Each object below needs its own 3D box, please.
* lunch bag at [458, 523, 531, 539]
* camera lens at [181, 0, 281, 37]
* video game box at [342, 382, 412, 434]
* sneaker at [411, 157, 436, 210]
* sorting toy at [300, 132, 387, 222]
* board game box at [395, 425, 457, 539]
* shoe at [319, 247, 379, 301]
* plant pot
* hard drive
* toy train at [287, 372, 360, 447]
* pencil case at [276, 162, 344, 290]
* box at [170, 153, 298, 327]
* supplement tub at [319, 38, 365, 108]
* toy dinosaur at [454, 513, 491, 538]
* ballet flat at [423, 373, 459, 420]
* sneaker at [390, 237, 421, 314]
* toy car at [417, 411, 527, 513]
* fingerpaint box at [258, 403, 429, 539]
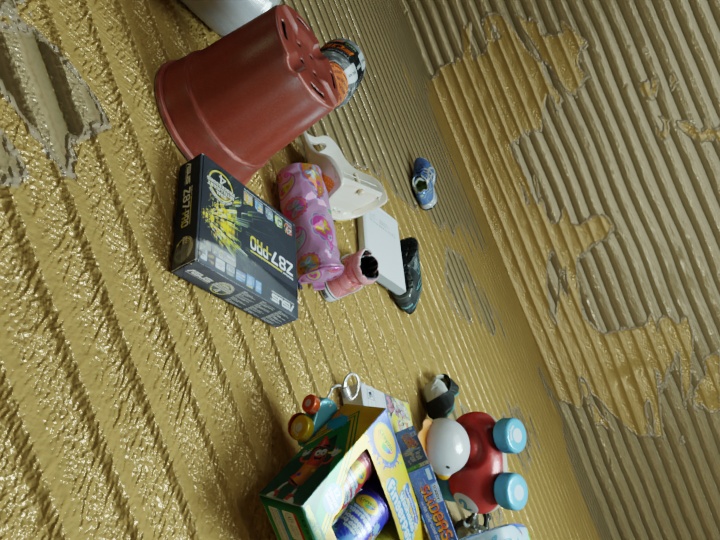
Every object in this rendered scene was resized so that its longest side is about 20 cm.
[{"bbox_3d":[0.159,0.447,0.806,0.160,0.197,0.084,39,28,-50],"label":"lunch bag"},{"bbox_3d":[-0.224,-0.477,0.834,0.199,0.157,0.164,30,43,-55],"label":"camera lens"},{"bbox_3d":[0.042,0.301,0.871,0.181,0.046,0.204,35,39,-50],"label":"video game box"},{"bbox_3d":[0.201,-0.291,1.712,0.077,0.074,0.204,46,30,-49],"label":"sneaker"},{"bbox_3d":[-0.059,-0.199,1.043,0.199,0.106,0.183,5,57,-64],"label":"sorting toy"},{"bbox_3d":[0.095,0.318,0.778,0.200,0.034,0.138,119,-49,-88],"label":"board game box"},{"bbox_3d":[0.000,0.000,0.989,0.073,0.089,0.200,65,23,-3],"label":"shoe"},{"bbox_3d":[-0.146,-0.251,0.760,0.201,0.192,0.204,46,31,-39],"label":"plant pot"},{"bbox_3d":[0.044,-0.058,1.196,0.131,0.026,0.204,33,40,-37],"label":"hard drive"},{"bbox_3d":[-0.035,0.243,0.705,0.149,0.055,0.205,-17,99,-51],"label":"toy train"},{"bbox_3d":[-0.084,-0.074,0.889,0.087,0.086,0.205,16,56,-61],"label":"pencil case"},{"bbox_3d":[-0.160,-0.034,0.722,0.199,0.048,0.165,39,39,-49],"label":"box"},{"bbox_3d":[-0.060,-0.441,1.214,0.124,0.120,0.202,56,25,-24],"label":"supplement tub"},{"bbox_3d":[0.236,0.554,1.068,0.102,0.076,0.204,-29,102,-55],"label":"toy dinosaur"},{"bbox_3d":[0.170,0.269,1.171,0.069,0.067,0.200,59,13,7],"label":"ballet flat"},{"bbox_3d":[0.107,0.010,1.264,0.080,0.074,0.203,58,32,-43],"label":"sneaker"},{"bbox_3d":[0.170,0.343,0.981,0.196,0.183,0.181,17,67,-30],"label":"toy car"},{"bbox_3d":[-0.008,0.292,0.631,0.166,0.072,0.205,-34,112,-48],"label":"fingerpaint box"}]
